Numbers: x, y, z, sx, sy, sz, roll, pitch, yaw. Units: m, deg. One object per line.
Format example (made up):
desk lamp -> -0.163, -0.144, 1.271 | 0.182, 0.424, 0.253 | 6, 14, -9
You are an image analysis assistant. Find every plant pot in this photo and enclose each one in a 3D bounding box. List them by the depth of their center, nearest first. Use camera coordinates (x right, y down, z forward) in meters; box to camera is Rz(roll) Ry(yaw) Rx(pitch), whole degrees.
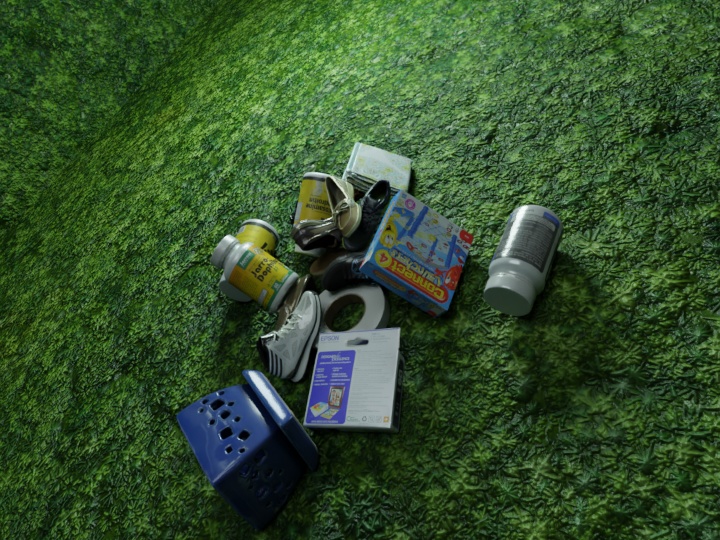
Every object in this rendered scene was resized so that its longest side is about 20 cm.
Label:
plant pot -> -0.203, 0.325, 1.029 | 0.179, 0.202, 0.199 | -38, 43, -15

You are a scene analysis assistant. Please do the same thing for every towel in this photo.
towel -> 0.047, -0.257, 1.412 | 0.168, 0.049, 0.202 | 19, 40, -4

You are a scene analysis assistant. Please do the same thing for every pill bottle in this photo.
pill bottle -> 0.321, -0.019, 1.070 | 0.112, 0.114, 0.202 | 9, 57, 36
pill bottle -> -0.258, 0.003, 1.311 | 0.198, 0.113, 0.114 | 34, 68, 1
pill bottle -> -0.112, -0.141, 1.396 | 0.111, 0.111, 0.204 | 9, 87, 36
pill bottle -> -0.299, -0.027, 1.446 | 0.112, 0.115, 0.202 | -5, 51, 27

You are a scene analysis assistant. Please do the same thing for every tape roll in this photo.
tape roll -> -0.030, 0.106, 1.227 | 0.200, 0.037, 0.205 | -17, 47, 18

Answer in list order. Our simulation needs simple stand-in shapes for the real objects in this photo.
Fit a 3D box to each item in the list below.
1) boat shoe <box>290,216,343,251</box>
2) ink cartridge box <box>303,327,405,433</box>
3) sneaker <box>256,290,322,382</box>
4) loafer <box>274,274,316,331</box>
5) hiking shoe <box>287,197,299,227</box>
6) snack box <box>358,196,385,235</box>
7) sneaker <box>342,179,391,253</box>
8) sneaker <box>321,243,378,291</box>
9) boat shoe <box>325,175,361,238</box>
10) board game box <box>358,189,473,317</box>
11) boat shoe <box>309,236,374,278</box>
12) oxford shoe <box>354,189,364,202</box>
boat shoe -> -0.071, -0.083, 1.306 | 0.197, 0.075, 0.074 | -13, 64, -25
ink cartridge box -> -0.009, 0.221, 1.092 | 0.195, 0.043, 0.203 | -7, 59, 27
sneaker -> -0.157, 0.132, 1.175 | 0.075, 0.114, 0.204 | 0, 74, 52
loafer -> -0.161, 0.095, 1.285 | 0.066, 0.076, 0.202 | 2, 54, 24
hiking shoe -> -0.134, -0.183, 1.503 | 0.073, 0.087, 0.202 | -2, 52, 29
snack box -> 0.058, -0.122, 1.372 | 0.198, 0.037, 0.117 | 15, 61, 39
sneaker -> 0.015, -0.132, 1.263 | 0.073, 0.081, 0.202 | 23, 68, 7
sneaker -> 0.000, 0.000, 1.223 | 0.198, 0.073, 0.083 | -30, 57, 12
boat shoe -> -0.045, -0.151, 1.252 | 0.073, 0.063, 0.202 | -47, 33, 29
board game box -> 0.123, -0.037, 1.152 | 0.198, 0.198, 0.056 | -65, 11, -28
boat shoe -> -0.026, -0.016, 1.306 | 0.197, 0.065, 0.072 | -17, 38, 13
oxford shoe -> -0.034, -0.207, 1.462 | 0.199, 0.072, 0.071 | -35, 13, -1
